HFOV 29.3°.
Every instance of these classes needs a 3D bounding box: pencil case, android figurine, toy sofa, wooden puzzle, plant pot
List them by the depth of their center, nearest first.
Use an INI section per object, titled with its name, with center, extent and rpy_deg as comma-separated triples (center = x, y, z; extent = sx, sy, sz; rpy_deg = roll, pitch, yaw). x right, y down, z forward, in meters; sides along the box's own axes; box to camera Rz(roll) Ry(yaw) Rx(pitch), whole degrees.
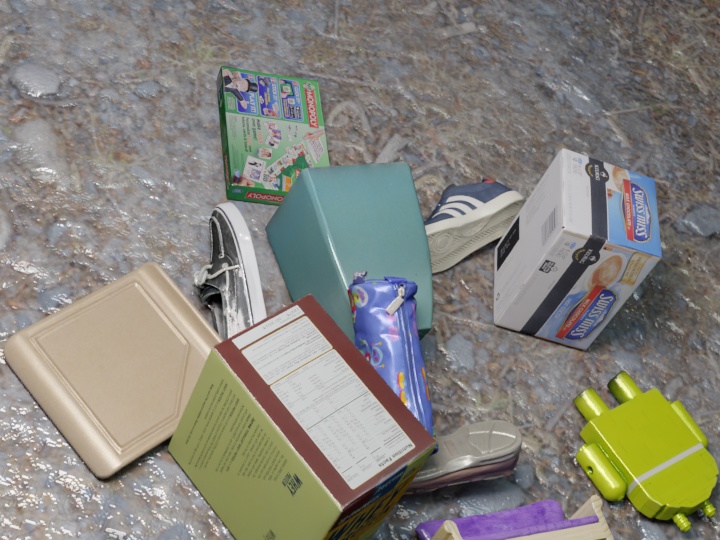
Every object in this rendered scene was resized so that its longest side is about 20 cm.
[pencil case]
center = 0.034, 0.101, 1.446
extent = 0.077, 0.087, 0.202
rpy_deg = -1, 76, -23
[wooden puzzle]
center = -0.247, 0.103, 1.459
extent = 0.199, 0.037, 0.185
rpy_deg = -33, 71, -31
[toy sofa]
center = 0.163, 0.284, 1.466
extent = 0.198, 0.083, 0.098
rpy_deg = -4, 57, -27
[plant pot]
center = 0.000, 0.000, 1.585
extent = 0.140, 0.142, 0.201
rpy_deg = -6, 64, -27
[android figurine]
center = 0.342, 0.215, 1.630
extent = 0.181, 0.041, 0.201
rpy_deg = -21, 64, -36

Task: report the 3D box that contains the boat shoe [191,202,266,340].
[boat shoe]
center = -0.153, 0.017, 1.546
extent = 0.067, 0.074, 0.201
rpy_deg = -6, 72, -21

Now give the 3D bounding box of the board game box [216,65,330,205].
[board game box]
center = -0.109, -0.168, 1.740
extent = 0.133, 0.029, 0.201
rpy_deg = 7, 51, -20

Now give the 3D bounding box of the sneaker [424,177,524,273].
[sneaker]
center = 0.110, -0.062, 1.735
extent = 0.199, 0.075, 0.084
rpy_deg = -22, 47, -32

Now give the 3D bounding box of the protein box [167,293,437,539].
[protein box]
center = -0.063, 0.175, 1.372
extent = 0.134, 0.199, 0.200
rpy_deg = -28, 68, -37

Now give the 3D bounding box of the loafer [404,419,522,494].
[loafer]
center = 0.080, 0.215, 1.497
extent = 0.198, 0.063, 0.072
rpy_deg = -9, 38, -8

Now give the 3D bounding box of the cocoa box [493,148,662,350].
[cocoa box]
center = 0.260, -0.022, 1.673
extent = 0.130, 0.201, 0.134
rpy_deg = 16, 48, -12
